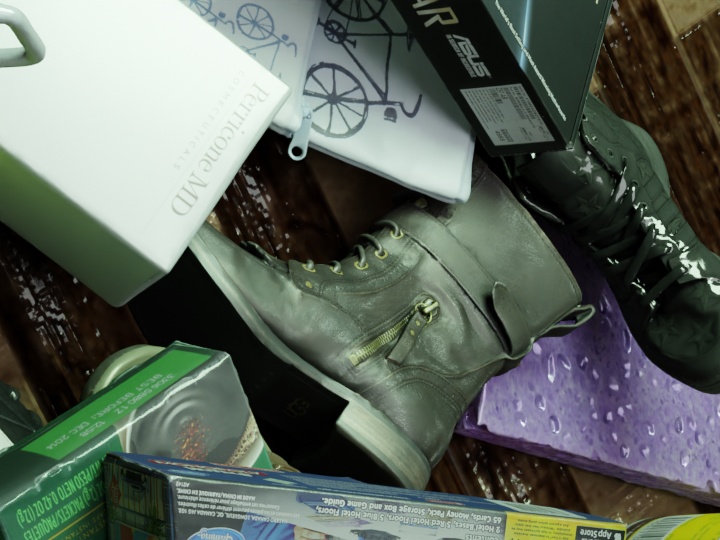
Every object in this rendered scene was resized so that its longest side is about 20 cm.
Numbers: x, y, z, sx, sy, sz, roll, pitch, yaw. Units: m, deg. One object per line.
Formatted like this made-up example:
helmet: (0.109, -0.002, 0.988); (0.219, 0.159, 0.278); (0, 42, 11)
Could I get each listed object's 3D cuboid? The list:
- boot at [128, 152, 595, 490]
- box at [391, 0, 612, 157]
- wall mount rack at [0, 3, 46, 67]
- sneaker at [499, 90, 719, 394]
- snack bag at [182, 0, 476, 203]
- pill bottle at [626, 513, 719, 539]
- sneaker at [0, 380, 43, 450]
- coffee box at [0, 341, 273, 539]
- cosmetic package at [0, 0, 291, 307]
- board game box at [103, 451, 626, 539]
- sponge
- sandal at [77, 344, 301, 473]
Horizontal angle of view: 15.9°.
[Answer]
boot: (0.000, 0.000, 1.162); (0.200, 0.069, 0.174); (46, 54, -12)
box: (0.055, -0.173, 1.142); (0.200, 0.044, 0.160); (55, 42, -43)
wall mount rack: (-0.200, -0.137, 0.944); (0.075, 0.174, 0.200); (58, 32, -72)
sneaker: (0.111, -0.032, 1.216); (0.104, 0.060, 0.200); (25, 32, -46)
snack bag: (-0.017, -0.138, 1.164); (0.200, 0.021, 0.189); (23, 61, -21)
pill bottle: (0.204, 0.167, 1.214); (0.109, 0.200, 0.109); (6, 81, -37)
sneaker: (-0.159, 0.037, 1.018); (0.200, 0.073, 0.112); (25, 68, -20)
coffee box: (-0.072, 0.142, 1.000); (0.123, 0.044, 0.200); (-33, 116, -33)
cosmetic package: (-0.140, -0.088, 1.032); (0.200, 0.071, 0.101); (37, 66, -11)
board game box: (-0.011, 0.179, 0.965); (0.200, 0.062, 0.200); (10, 90, -29)
sponge: (0.134, 0.048, 1.285); (0.200, 0.030, 0.112); (18, 72, -34)
sandal: (-0.039, 0.110, 1.082); (0.201, 0.057, 0.080); (51, 52, -12)
